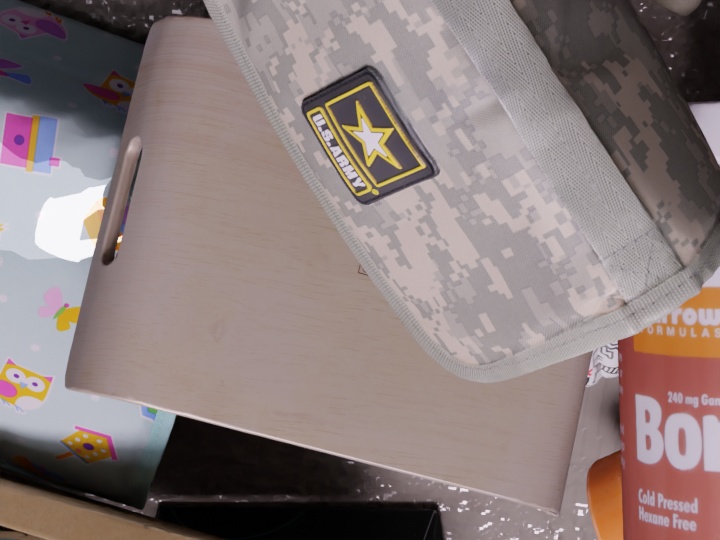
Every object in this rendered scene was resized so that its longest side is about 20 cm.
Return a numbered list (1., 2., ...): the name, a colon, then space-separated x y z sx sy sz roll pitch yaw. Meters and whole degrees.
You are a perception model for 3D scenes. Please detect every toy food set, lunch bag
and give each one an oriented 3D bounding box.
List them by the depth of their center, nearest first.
1. lunch bag: 0.032 -0.062 0.614 0.117 0.200 0.164 -32 96 4
2. toy food set: 0.000 0.000 0.749 0.199 0.060 0.144 15 82 -9
3. lunch bag: -0.141 -0.001 0.840 0.170 0.122 0.201 18 120 -5

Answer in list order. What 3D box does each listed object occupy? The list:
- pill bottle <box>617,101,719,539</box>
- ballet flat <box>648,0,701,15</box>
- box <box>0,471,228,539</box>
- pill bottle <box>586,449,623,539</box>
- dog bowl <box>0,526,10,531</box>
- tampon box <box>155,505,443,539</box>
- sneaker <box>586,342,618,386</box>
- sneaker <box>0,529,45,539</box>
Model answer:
1. pill bottle: 0.153 0.036 0.749 0.112 0.112 0.201 -2 94 10
2. ballet flat: 0.049 -0.147 0.746 0.199 0.070 0.070 19 125 -5
3. box: -0.114 0.114 0.875 0.199 0.021 0.163 13 172 25
4. pill bottle: 0.198 0.079 0.852 0.199 0.106 0.106 -27 117 24
5. dog bowl: -0.264 0.150 0.993 0.199 0.074 0.201 4 124 6
6. tampon box: -0.028 0.233 0.981 0.149 0.126 0.201 -1 125 10
7. sneaker: 0.058 -0.033 0.825 0.107 0.067 0.202 -12 115 0
8. sneaker: -0.207 0.169 0.889 0.199 0.090 0.079 0 110 8
